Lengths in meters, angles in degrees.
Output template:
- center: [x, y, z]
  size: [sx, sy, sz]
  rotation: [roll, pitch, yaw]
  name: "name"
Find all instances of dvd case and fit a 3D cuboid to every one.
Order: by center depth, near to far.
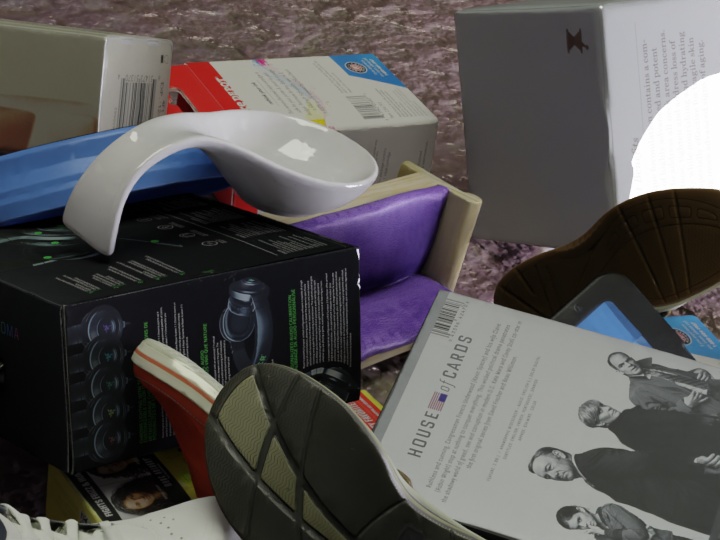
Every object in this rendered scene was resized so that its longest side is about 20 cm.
- center: [0.110, 0.093, 1.110]
  size: [0.198, 0.025, 0.151]
  rotation: [15, 49, 15]
  name: "dvd case"

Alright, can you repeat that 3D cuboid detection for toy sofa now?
- center: [0.000, 0.000, 1.331]
  size: [0.097, 0.083, 0.199]
  rotation: [31, 29, 30]
  name: "toy sofa"

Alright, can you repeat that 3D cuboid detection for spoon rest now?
- center: [-0.072, -0.059, 1.164]
  size: [0.099, 0.061, 0.199]
  rotation: [34, 33, 33]
  name: "spoon rest"

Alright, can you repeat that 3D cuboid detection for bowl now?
- center: [-0.167, -0.052, 1.268]
  size: [0.199, 0.040, 0.201]
  rotation: [-13, -1, 0]
  name: "bowl"

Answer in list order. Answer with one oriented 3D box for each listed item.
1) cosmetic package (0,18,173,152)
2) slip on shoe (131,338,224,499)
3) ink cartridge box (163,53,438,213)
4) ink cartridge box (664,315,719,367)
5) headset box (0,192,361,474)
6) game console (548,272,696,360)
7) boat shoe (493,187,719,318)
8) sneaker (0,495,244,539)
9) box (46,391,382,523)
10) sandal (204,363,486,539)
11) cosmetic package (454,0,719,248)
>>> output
- center: [-0.239, -0.126, 1.431]
  size: [0.198, 0.088, 0.103]
  rotation: [10, 8, 22]
  name: "cosmetic package"
- center: [-0.055, 0.120, 1.055]
  size: [0.061, 0.201, 0.074]
  rotation: [-36, 12, -8]
  name: "slip on shoe"
- center: [-0.058, -0.099, 1.519]
  size: [0.198, 0.068, 0.116]
  rotation: [-6, 33, -26]
  name: "ink cartridge box"
- center: [0.138, 0.090, 1.257]
  size: [0.198, 0.067, 0.116]
  rotation: [-4, 33, -25]
  name: "ink cartridge box"
- center: [-0.128, 0.029, 1.155]
  size: [0.199, 0.094, 0.173]
  rotation: [-12, 18, -36]
  name: "headset box"
- center: [0.154, 0.104, 1.127]
  size: [0.200, 0.117, 0.175]
  rotation: [-39, 27, -30]
  name: "game console"
- center: [0.176, -0.001, 1.334]
  size: [0.065, 0.199, 0.073]
  rotation: [1, 69, -48]
  name: "boat shoe"
- center: [-0.150, 0.133, 0.966]
  size: [0.198, 0.130, 0.080]
  rotation: [-22, 41, -4]
  name: "sneaker"
- center: [-0.065, 0.120, 1.144]
  size: [0.198, 0.051, 0.075]
  rotation: [-9, 32, -30]
  name: "box"
- center: [0.005, 0.127, 1.003]
  size: [0.201, 0.080, 0.057]
  rotation: [42, -3, -1]
  name: "sandal"
- center: [0.196, -0.112, 1.473]
  size: [0.199, 0.169, 0.166]
  rotation: [-11, 11, -32]
  name: "cosmetic package"
